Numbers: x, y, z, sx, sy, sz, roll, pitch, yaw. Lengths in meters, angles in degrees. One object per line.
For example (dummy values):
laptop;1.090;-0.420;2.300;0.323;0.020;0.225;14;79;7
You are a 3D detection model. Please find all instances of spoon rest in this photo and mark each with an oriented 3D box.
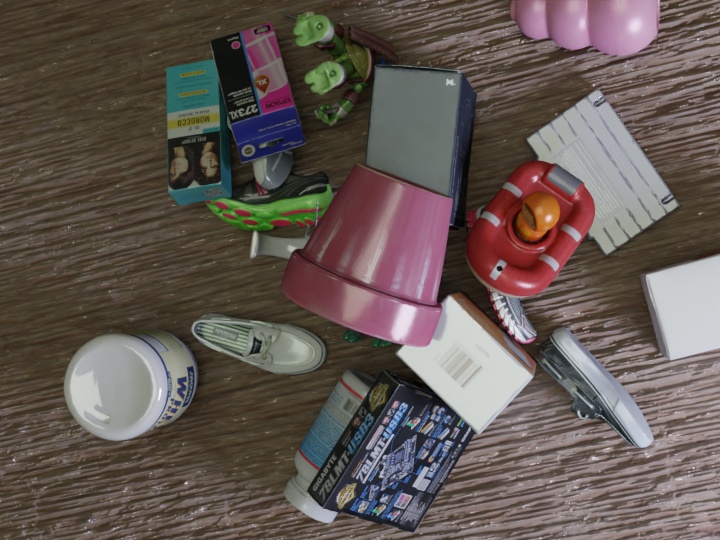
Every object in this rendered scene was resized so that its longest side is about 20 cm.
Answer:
spoon rest;-0.058;-0.025;1.721;0.199;0.061;0.100;10;93;-4

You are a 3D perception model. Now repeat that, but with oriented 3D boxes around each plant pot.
plant pot;0.023;-0.025;1.454;0.199;0.200;0.180;22;97;9

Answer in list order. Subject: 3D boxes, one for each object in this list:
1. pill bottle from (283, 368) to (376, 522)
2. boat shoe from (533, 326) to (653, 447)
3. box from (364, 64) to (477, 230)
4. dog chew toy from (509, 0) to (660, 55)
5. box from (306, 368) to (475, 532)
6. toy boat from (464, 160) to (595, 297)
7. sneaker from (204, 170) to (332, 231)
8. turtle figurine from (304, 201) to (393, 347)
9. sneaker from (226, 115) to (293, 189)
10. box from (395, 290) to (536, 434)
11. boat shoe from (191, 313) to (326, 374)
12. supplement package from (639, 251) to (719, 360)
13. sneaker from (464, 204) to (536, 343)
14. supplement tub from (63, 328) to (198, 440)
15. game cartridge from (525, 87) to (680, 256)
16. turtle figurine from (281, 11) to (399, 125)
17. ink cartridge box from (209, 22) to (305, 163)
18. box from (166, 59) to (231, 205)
pill bottle;-0.024;0.248;1.683;0.108;0.109;0.201;32;95;8
boat shoe;0.320;0.172;1.652;0.071;0.072;0.200;-43;74;16
box;0.082;-0.161;1.618;0.123;0.197;0.202;6;91;9
dog chew toy;0.303;-0.354;1.623;0.199;0.124;0.125;2;91;17
box;0.051;0.250;1.633;0.050;0.198;0.201;37;99;46
toy boat;0.227;-0.062;1.574;0.130;0.131;0.200;35;74;8
sneaker;-0.133;-0.108;1.727;0.199;0.077;0.084;2;59;14
turtle figurine;0.000;0.000;1.636;0.100;0.150;0.201;-17;104;-19
sneaker;-0.146;-0.198;1.706;0.080;0.070;0.201;-18;59;22
box;0.146;0.117;1.607;0.152;0.200;0.106;43;97;6
boat shoe;-0.150;0.109;1.724;0.199;0.067;0.074;8;92;9
supplement package;0.486;0.035;1.590;0.199;0.121;0.121;-16;87;9
sneaker;0.206;0.004;1.658;0.074;0.081;0.201;-18;87;7
supplement tub;-0.315;0.156;1.684;0.144;0.200;0.146;0;90;10
game cartridge;0.333;-0.135;1.660;0.129;0.038;0.201;-34;85;12
turtle figurine;-0.060;-0.279;1.645;0.199;0.194;0.145;18;95;12
ink cartridge box;-0.144;-0.249;1.664;0.094;0.037;0.201;-16;64;0
box;-0.233;-0.199;1.713;0.082;0.049;0.201;-8;69;10
